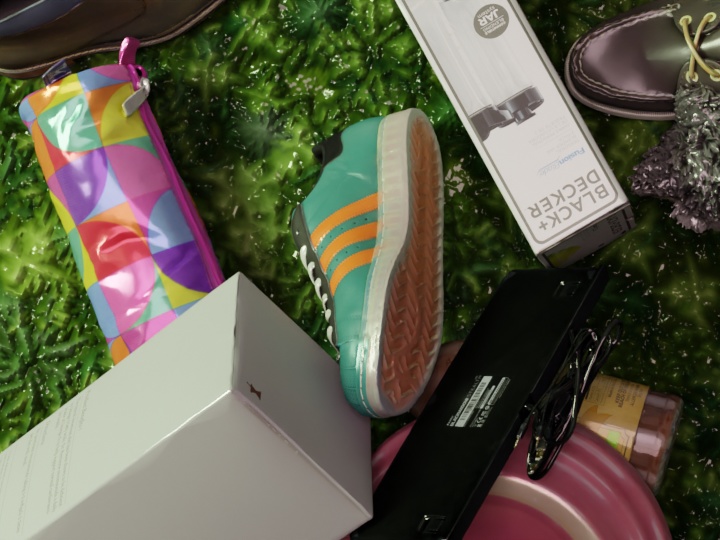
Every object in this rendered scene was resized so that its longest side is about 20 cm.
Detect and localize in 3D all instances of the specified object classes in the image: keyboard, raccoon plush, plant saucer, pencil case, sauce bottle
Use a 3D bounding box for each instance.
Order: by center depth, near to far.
[{"bbox_3d":[0.236,-0.051,1.153,0.134,0.200,0.097,34,73,-10],"label":"raccoon plush"},{"bbox_3d":[0.080,0.083,1.157,0.104,0.040,0.201,-1,48,47],"label":"keyboard"},{"bbox_3d":[0.076,0.176,1.194,0.199,0.051,0.202,4,106,14],"label":"plant saucer"},{"bbox_3d":[0.083,0.077,1.227,0.198,0.065,0.065,14,87,12],"label":"sauce bottle"},{"bbox_3d":[-0.134,-0.030,1.262,0.088,0.088,0.201,-22,84,7],"label":"pencil case"}]

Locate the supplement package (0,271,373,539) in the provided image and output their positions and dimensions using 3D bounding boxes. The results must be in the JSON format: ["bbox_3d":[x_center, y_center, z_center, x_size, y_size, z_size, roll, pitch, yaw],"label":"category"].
[{"bbox_3d":[-0.103,0.120,1.184,0.199,0.117,0.117,-36,115,20],"label":"supplement package"}]

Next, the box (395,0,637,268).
[{"bbox_3d":[0.083,-0.103,1.216,0.060,0.117,0.201,-29,82,6],"label":"box"}]

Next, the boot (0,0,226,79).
[{"bbox_3d":[-0.150,-0.173,1.269,0.199,0.097,0.075,-25,82,7],"label":"boot"}]

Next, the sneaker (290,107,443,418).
[{"bbox_3d":[0.000,0.000,1.223,0.079,0.071,0.201,-12,51,24],"label":"sneaker"}]

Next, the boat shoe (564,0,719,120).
[{"bbox_3d":[0.215,-0.130,1.224,0.199,0.061,0.072,-6,85,9],"label":"boat shoe"}]
